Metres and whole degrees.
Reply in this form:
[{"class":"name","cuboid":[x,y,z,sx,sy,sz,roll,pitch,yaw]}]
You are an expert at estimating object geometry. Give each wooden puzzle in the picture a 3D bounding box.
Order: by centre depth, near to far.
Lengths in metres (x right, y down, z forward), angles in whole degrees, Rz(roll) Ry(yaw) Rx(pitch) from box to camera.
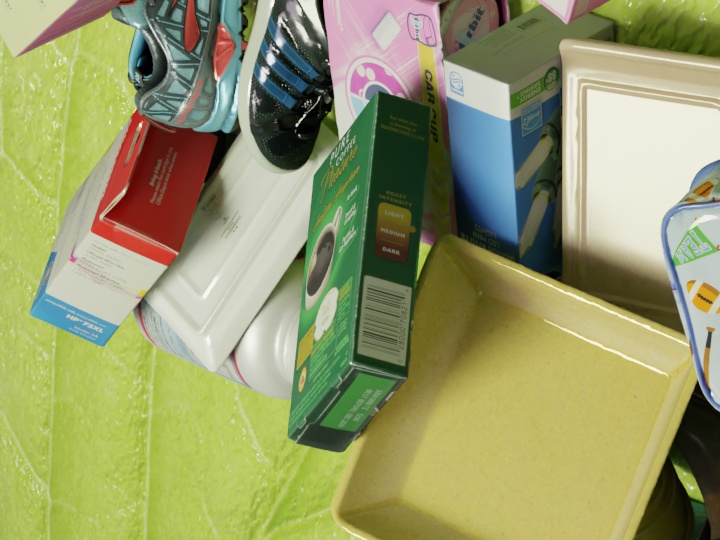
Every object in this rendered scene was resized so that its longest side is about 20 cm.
[{"class":"wooden puzzle","cuboid":[0.207,-0.041,1.520,0.184,0.037,0.201,12,119,32]}]

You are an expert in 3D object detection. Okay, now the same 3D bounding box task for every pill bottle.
[{"class":"pill bottle","cuboid":[-0.077,0.035,1.925,0.200,0.109,0.109,20,130,44]}]

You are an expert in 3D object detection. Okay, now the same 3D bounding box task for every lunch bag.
[{"class":"lunch bag","cuboid":[0.273,0.009,1.428,0.199,0.076,0.161,-7,113,32]}]

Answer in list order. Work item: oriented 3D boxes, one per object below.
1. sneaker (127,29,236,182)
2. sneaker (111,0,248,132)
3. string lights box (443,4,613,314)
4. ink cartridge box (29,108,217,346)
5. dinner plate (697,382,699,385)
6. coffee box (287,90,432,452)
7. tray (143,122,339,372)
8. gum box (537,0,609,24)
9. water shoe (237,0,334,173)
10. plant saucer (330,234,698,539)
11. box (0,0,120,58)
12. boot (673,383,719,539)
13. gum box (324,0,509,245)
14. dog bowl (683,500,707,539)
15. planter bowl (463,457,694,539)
[{"class":"sneaker","cuboid":[-0.144,-0.145,1.901,0.073,0.082,0.201,32,139,33]},{"class":"sneaker","cuboid":[-0.129,-0.198,1.781,0.079,0.095,0.201,-179,87,-76]},{"class":"string lights box","cuboid":[0.113,-0.059,1.606,0.059,0.103,0.201,24,134,39]},{"class":"ink cartridge box","cuboid":[-0.172,-0.042,1.879,0.067,0.117,0.200,25,144,-14]},{"class":"dinner plate","cuboid":[0.239,0.031,1.582,0.200,0.024,0.201,34,140,35]},{"class":"coffee box","cuboid":[0.000,0.000,1.595,0.123,0.044,0.201,127,152,-55]},{"class":"tray","cuboid":[-0.091,-0.034,1.860,0.107,0.022,0.200,45,109,34]},{"class":"gum box","cuboid":[0.103,-0.237,1.472,0.200,0.113,0.066,42,143,26]},{"class":"water shoe","cuboid":[-0.034,-0.147,1.743,0.079,0.071,0.201,31,128,35]},{"class":"plant saucer","cuboid":[0.103,0.104,1.558,0.199,0.048,0.201,24,96,29]},{"class":"box","cuboid":[-0.233,-0.286,1.898,0.176,0.097,0.200,60,148,0]},{"class":"boot","cuboid":[0.237,0.167,1.601,0.200,0.097,0.075,50,155,4]},{"class":"gum box","cuboid":[0.043,-0.112,1.677,0.113,0.066,0.201,26,134,42]},{"class":"dog bowl","cuboid":[0.213,0.205,1.725,0.200,0.049,0.112,18,129,45]},{"class":"planter bowl","cuboid":[0.126,0.122,1.646,0.200,0.200,0.084,33,133,34]}]
